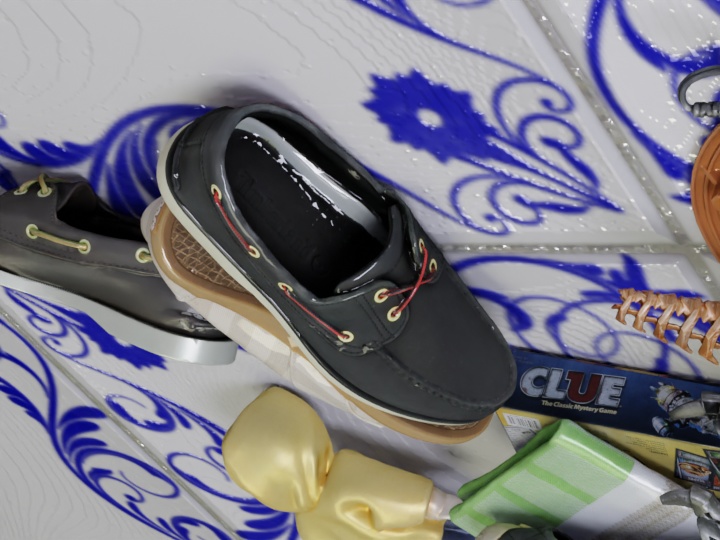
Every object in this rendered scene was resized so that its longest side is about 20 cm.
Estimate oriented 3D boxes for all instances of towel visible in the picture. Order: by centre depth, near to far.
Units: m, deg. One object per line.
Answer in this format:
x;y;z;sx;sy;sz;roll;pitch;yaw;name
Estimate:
0.156;0.142;0.968;0.199;0.031;0.149;31;150;-7;towel

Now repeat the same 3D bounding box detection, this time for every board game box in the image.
0.175;0.103;0.943;0.198;0.035;0.136;9;149;28;board game box

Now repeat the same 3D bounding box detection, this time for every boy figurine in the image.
0.010;0.138;1.110;0.199;0.065;0.124;30;153;-7;boy figurine

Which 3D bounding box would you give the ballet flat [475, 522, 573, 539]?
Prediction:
0.139;0.143;0.918;0.199;0.057;0.066;7;173;41;ballet flat

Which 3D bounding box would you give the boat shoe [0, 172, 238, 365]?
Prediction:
-0.144;-0.015;0.980;0.200;0.061;0.072;21;-167;17;boat shoe

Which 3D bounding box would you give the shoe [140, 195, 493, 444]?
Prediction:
-0.019;0.020;0.925;0.199;0.070;0.053;34;162;-21;shoe

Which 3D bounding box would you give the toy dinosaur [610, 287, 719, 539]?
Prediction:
0.193;0.057;0.781;0.200;0.102;0.136;44;137;3;toy dinosaur

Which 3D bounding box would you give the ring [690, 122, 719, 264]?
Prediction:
0.220;-0.004;0.738;0.199;0.019;0.201;20;153;11;ring

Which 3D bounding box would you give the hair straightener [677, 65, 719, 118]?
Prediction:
0.168;0.005;0.693;0.200;0.041;0.077;49;180;-19;hair straightener

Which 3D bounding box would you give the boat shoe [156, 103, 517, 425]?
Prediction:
-0.001;0.002;0.871;0.201;0.074;0.063;41;157;-20;boat shoe
